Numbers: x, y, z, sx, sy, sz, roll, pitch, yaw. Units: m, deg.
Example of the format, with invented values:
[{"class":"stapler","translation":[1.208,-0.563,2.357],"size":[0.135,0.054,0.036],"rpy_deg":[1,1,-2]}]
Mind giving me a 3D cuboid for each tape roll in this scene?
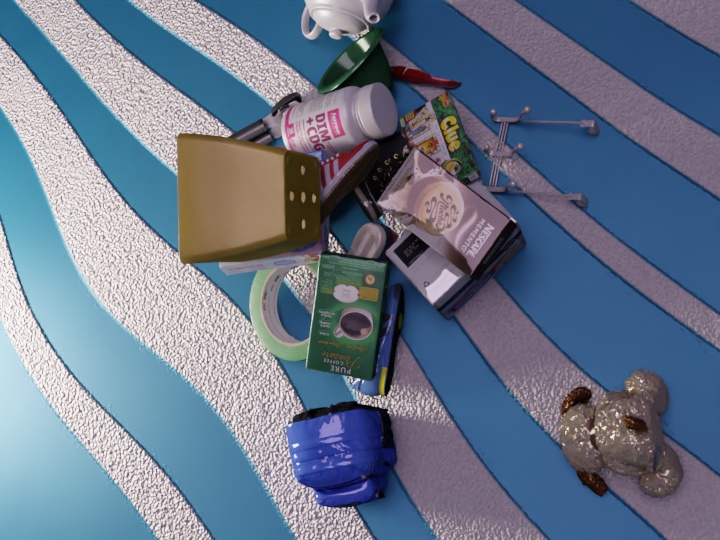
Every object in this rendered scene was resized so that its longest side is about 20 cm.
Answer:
[{"class":"tape roll","translation":[-0.109,0.059,1.695],"size":[0.197,0.048,0.205],"rpy_deg":[-1,87,32]}]

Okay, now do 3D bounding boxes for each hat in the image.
[{"class":"hat","translation":[0.040,-0.340,1.789],"size":[0.176,0.199,0.167],"rpy_deg":[43,68,-21]}]

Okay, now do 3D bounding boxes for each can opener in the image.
[{"class":"can opener","translation":[-0.192,-0.273,1.842],"size":[0.198,0.053,0.067],"rpy_deg":[-30,36,6]}]

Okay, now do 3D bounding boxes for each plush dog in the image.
[{"class":"plush dog","translation":[0.392,0.263,1.489],"size":[0.170,0.159,0.204],"rpy_deg":[-21,67,38]}]

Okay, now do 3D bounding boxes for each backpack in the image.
[{"class":"backpack","translation":[-0.026,0.302,1.562],"size":[0.160,0.200,0.171],"rpy_deg":[-18,72,10]}]

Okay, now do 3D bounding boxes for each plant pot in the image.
[{"class":"plant pot","translation":[-0.168,-0.116,1.521],"size":[0.173,0.199,0.205],"rpy_deg":[-1,91,22]}]

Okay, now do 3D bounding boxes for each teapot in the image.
[{"class":"teapot","translation":[-0.033,-0.508,1.779],"size":[0.194,0.200,0.149],"rpy_deg":[14,86,10]}]

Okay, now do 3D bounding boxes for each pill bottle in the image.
[{"class":"pill bottle","translation":[-0.038,-0.269,1.725],"size":[0.197,0.113,0.116],"rpy_deg":[-12,72,33]}]

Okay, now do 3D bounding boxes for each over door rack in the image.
[{"class":"over door rack","translation":[0.310,-0.205,1.658],"size":[0.196,0.067,0.151],"rpy_deg":[10,80,19]}]

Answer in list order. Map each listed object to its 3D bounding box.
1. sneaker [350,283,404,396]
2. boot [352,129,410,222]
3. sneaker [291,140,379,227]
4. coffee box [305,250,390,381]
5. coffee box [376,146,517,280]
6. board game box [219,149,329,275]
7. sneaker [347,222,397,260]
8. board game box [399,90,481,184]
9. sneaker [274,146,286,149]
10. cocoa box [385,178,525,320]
[{"class":"sneaker","translation":[0.029,0.118,1.662],"size":[0.077,0.066,0.204],"rpy_deg":[9,80,18]},{"class":"boot","translation":[0.053,-0.181,1.691],"size":[0.152,0.074,0.205],"rpy_deg":[-26,35,6]},{"class":"sneaker","translation":[-0.065,-0.169,1.618],"size":[0.200,0.071,0.112],"rpy_deg":[-46,66,-2]},{"class":"coffee box","translation":[-0.021,0.076,1.598],"size":[0.120,0.044,0.205],"rpy_deg":[8,97,10]},{"class":"coffee box","translation":[0.140,-0.090,1.519],"size":[0.199,0.080,0.114],"rpy_deg":[38,97,17]},{"class":"board game box","translation":[-0.152,-0.103,1.683],"size":[0.196,0.041,0.204],"rpy_deg":[-8,67,16]},{"class":"sneaker","translation":[0.000,0.000,1.704],"size":[0.075,0.084,0.201],"rpy_deg":[51,119,22]},{"class":"board game box","translation":[0.135,-0.214,1.631],"size":[0.103,0.023,0.203],"rpy_deg":[-27,51,15]},{"class":"sneaker","translation":[-0.188,-0.129,1.772],"size":[0.200,0.078,0.116],"rpy_deg":[-45,51,16]},{"class":"cocoa box","translation":[0.167,-0.039,1.624],"size":[0.200,0.131,0.134],"rpy_deg":[-43,68,2]}]
